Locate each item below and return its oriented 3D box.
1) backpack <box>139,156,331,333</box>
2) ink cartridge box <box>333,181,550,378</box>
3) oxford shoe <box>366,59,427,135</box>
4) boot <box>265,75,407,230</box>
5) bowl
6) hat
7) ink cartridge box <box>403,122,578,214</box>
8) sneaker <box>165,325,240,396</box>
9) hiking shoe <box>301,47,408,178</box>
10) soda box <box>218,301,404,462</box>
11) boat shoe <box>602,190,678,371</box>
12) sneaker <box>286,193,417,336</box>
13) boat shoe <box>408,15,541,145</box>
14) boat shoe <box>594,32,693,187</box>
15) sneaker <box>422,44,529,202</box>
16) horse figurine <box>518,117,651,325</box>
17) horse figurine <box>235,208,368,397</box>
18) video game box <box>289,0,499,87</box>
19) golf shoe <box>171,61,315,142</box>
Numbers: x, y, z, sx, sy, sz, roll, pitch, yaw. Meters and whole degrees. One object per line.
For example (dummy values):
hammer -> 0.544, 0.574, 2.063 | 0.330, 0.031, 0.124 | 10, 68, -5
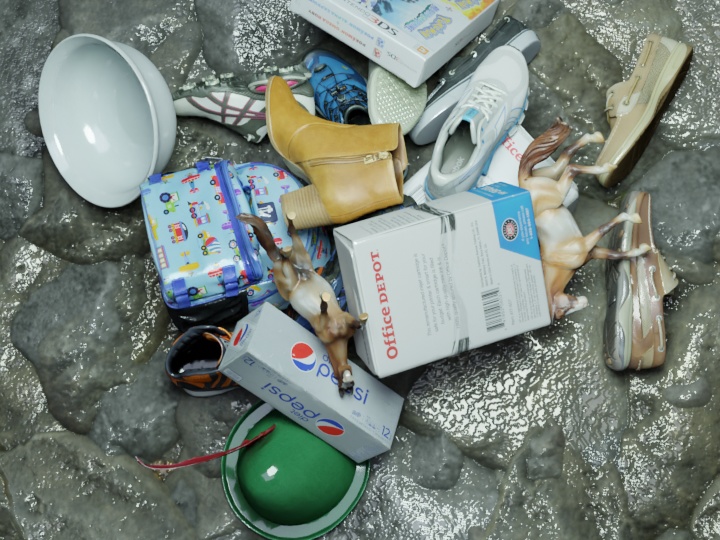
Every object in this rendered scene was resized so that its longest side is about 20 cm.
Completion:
backpack -> -0.135, -0.039, 1.275 | 0.197, 0.135, 0.185 | -12, 69, -4
ink cartridge box -> 0.083, 0.006, 1.163 | 0.197, 0.084, 0.148 | -15, 107, -13
oxford shoe -> 0.036, -0.219, 1.313 | 0.074, 0.058, 0.202 | 27, 43, -23
boot -> -0.024, -0.142, 1.230 | 0.142, 0.071, 0.204 | -16, 64, 11
bowl -> -0.282, -0.182, 1.332 | 0.199, 0.090, 0.205 | 14, 114, 34
hat -> -0.090, 0.205, 1.190 | 0.199, 0.176, 0.166 | -39, 76, -5
ink cartridge box -> 0.129, -0.063, 1.283 | 0.199, 0.083, 0.146 | -40, 76, -4
sneaker -> -0.123, 0.093, 1.255 | 0.197, 0.112, 0.079 | -18, 75, 1
hiking shoe -> -0.007, -0.191, 1.327 | 0.074, 0.087, 0.201 | -34, 75, -3
soda box -> -0.050, 0.122, 1.208 | 0.199, 0.063, 0.069 | 36, 49, -20
boat shoe -> 0.314, 0.013, 1.256 | 0.070, 0.076, 0.204 | 6, 83, 0
sneaker -> 0.000, 0.000, 1.233 | 0.078, 0.076, 0.201 | 33, 108, -21
boat shoe -> 0.126, -0.226, 1.336 | 0.199, 0.069, 0.057 | -39, 72, -11
boat shoe -> 0.314, -0.186, 1.306 | 0.064, 0.071, 0.201 | 28, 72, 18
sneaker -> 0.129, -0.162, 1.220 | 0.074, 0.087, 0.202 | 22, 78, 13
horse figurine -> 0.221, -0.060, 1.196 | 0.131, 0.050, 0.202 | -24, 101, 11
horse figurine -> -0.052, 0.021, 1.151 | 0.050, 0.133, 0.201 | -33, 74, -18
video game box -> 0.044, -0.313, 1.321 | 0.181, 0.047, 0.200 | 35, 46, 10
golf shoe -> -0.147, -0.193, 1.347 | 0.197, 0.077, 0.090 | -2, 110, 23
